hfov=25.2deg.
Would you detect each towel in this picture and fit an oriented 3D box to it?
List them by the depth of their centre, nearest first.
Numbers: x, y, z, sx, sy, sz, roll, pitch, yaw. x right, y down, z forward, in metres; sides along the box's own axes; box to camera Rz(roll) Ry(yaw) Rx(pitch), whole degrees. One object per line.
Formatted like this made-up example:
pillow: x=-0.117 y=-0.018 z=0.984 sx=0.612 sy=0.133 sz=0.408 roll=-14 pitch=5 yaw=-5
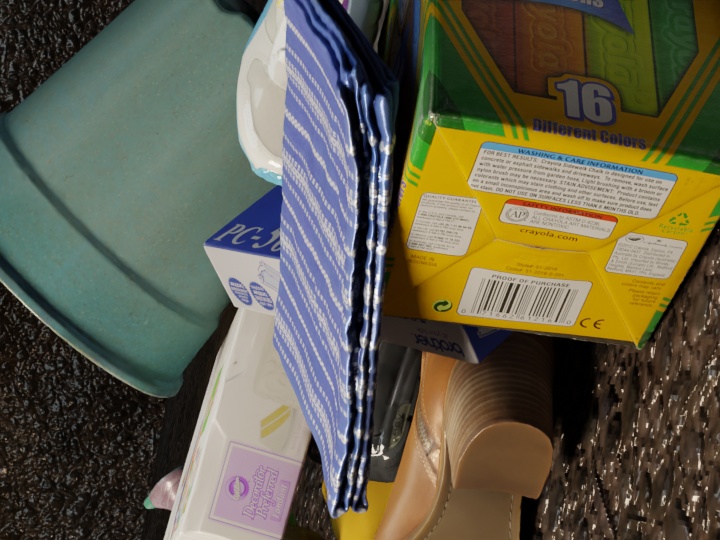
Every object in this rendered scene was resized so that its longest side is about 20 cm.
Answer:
towel: x=-0.018 y=-0.016 z=0.677 sx=0.145 sy=0.024 sz=0.202 roll=-117 pitch=27 yaw=-57

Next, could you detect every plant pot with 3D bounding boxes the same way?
plant pot: x=-0.114 y=-0.065 z=0.949 sx=0.196 sy=0.200 sz=0.200 roll=-45 pitch=17 yaw=6

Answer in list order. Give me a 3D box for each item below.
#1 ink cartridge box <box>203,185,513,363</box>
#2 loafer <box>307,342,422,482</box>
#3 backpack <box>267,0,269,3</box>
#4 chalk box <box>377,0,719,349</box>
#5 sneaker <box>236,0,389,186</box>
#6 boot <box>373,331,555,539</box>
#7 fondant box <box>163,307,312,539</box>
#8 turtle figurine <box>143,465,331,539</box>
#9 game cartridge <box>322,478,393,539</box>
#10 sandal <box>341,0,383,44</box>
ink cartridge box: x=0.016 y=-0.012 z=0.791 sx=0.199 sy=0.094 sz=0.044 roll=10 pitch=134 yaw=53
loafer: x=0.022 y=0.023 z=0.910 sx=0.068 sy=0.070 sz=0.202 roll=62 pitch=-140 yaw=-54
backpack: x=0.020 y=-0.192 z=0.987 sx=0.200 sy=0.125 sz=0.168 roll=-27 pitch=-55 yaw=-71
chalk box: x=0.075 y=-0.089 z=0.673 sx=0.124 sy=0.123 sz=0.201 roll=107 pitch=168 yaw=-53
sneaker: x=-0.014 y=-0.140 z=0.831 sx=0.081 sy=0.076 sz=0.202 roll=105 pitch=-177 yaw=-77
boot: x=0.042 y=0.087 z=0.812 sx=0.156 sy=0.076 sz=0.201 roll=-90 pitch=12 yaw=-52
fondant box: x=-0.068 y=0.102 z=0.944 sx=0.200 sy=0.058 sz=0.145 roll=122 pitch=164 yaw=-72
turtle figurine: x=-0.051 y=0.210 z=1.072 sx=0.101 sy=0.149 sz=0.201 roll=-47 pitch=69 yaw=36
game cartridge: x=0.020 y=0.106 z=1.036 sx=0.200 sy=0.032 sz=0.178 roll=-120 pitch=42 yaw=-70
sandal: x=-0.010 y=-0.140 z=0.750 sx=0.082 sy=0.049 sz=0.205 roll=-63 pitch=-15 yaw=-88
